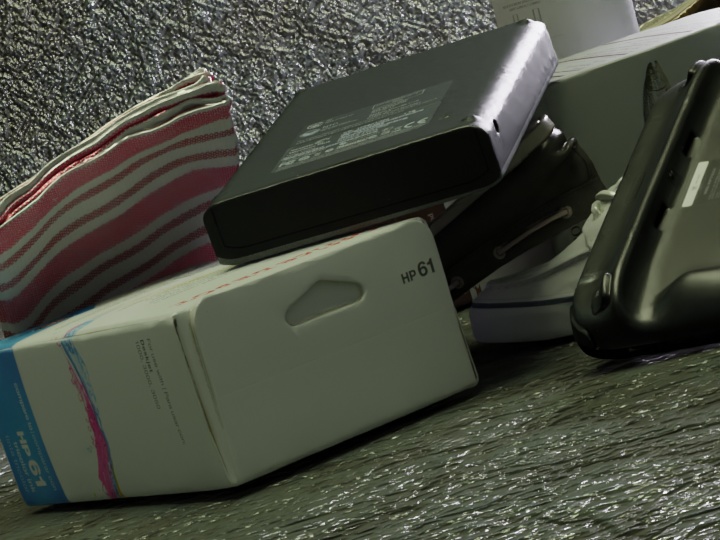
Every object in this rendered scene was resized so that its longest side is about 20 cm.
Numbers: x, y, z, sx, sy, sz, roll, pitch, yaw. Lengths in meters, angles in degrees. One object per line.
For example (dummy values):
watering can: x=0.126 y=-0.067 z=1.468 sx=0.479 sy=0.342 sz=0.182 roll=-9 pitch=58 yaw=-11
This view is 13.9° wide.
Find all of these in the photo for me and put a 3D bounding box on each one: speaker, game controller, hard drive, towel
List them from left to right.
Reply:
towel: x=-0.111 y=0.004 z=1.467 sx=0.146 sy=0.200 sz=0.030 roll=-34 pitch=53 yaw=-17
hard drive: x=0.014 y=-0.065 z=1.408 sx=0.139 sy=0.033 sz=0.200 roll=-17 pitch=15 yaw=16
speaker: x=0.125 y=-0.109 z=1.688 sx=0.081 sy=0.201 sz=0.081 roll=-15 pitch=1 yaw=0
game controller: x=0.160 y=-0.032 z=1.315 sx=0.104 sy=0.042 sz=0.200 roll=-3 pitch=37 yaw=26

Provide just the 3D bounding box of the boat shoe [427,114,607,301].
boat shoe: x=0.038 y=0.009 z=1.460 sx=0.200 sy=0.057 sz=0.067 roll=-43 pitch=2 yaw=12

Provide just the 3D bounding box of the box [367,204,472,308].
box: x=0.000 y=0.000 z=1.682 sx=0.199 sy=0.075 sz=0.100 roll=-18 pitch=5 yaw=-23

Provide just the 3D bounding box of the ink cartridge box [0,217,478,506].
ink cartridge box: x=-0.064 y=0.044 z=1.357 sx=0.144 sy=0.085 sz=0.200 roll=-21 pitch=5 yaw=-33

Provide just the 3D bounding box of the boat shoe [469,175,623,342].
boat shoe: x=0.141 y=-0.018 z=1.408 sx=0.199 sy=0.066 sz=0.074 roll=-17 pitch=6 yaw=13

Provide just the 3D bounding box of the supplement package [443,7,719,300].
supplement package: x=0.151 y=-0.063 z=1.566 sx=0.199 sy=0.118 sz=0.117 roll=-21 pitch=8 yaw=-23

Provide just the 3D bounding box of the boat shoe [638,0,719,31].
boat shoe: x=0.208 y=-0.136 z=1.887 sx=0.199 sy=0.072 sz=0.065 roll=-25 pitch=9 yaw=-18
